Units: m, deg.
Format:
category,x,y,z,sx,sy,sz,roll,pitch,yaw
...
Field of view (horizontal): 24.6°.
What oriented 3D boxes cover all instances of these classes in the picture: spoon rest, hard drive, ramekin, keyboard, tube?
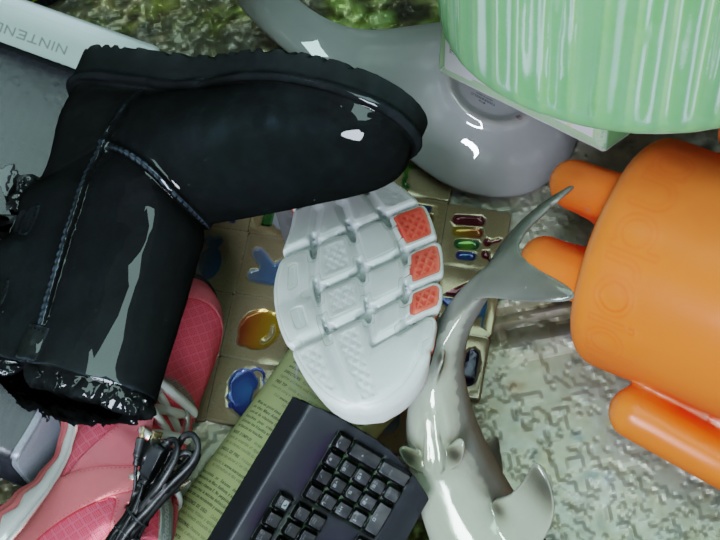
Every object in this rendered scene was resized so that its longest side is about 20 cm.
category,x,y,z,sx,sy,sz,roll,pitch,yaw
spoon rest,0.023,-0.109,0.853,0.199,0.061,0.100,31,67,-1
hard drive,-0.176,-0.010,0.792,0.134,0.042,0.202,20,79,-2
ramekin,0.124,-0.147,0.722,0.198,0.098,0.201,0,40,0
keyboard,-0.066,0.145,0.697,0.126,0.021,0.201,31,87,-14
tube,-0.054,0.113,0.775,0.058,0.052,0.201,39,77,-5

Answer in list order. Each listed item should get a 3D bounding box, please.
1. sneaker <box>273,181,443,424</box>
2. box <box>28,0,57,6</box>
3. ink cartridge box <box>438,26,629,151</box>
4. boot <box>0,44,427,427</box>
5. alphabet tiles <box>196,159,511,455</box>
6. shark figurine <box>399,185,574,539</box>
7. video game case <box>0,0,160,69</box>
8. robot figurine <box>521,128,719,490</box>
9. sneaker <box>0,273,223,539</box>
category,x,y,z,sx,sy,sz,roll,pitch,yaw
sneaker,0.000,0.000,0.768,0.076,0.082,0.201,-13,46,2
box,-0.223,-0.228,0.908,0.192,0.048,0.201,-32,73,-6
ink cartridge box,0.157,-0.104,0.784,0.199,0.048,0.145,31,47,29
boot,-0.080,-0.012,0.710,0.197,0.073,0.164,8,67,29
alphabet tiles,-0.029,0.002,0.837,0.198,0.006,0.168,9,72,6
shark figurine,0.057,0.076,0.752,0.127,0.089,0.217,-4,104,23
video game case,-0.217,-0.049,0.828,0.180,0.024,0.202,19,79,-2
robot figurine,0.175,0.013,0.758,0.199,0.117,0.144,22,55,22
sneaker,-0.104,0.096,0.750,0.086,0.074,0.201,14,70,41
